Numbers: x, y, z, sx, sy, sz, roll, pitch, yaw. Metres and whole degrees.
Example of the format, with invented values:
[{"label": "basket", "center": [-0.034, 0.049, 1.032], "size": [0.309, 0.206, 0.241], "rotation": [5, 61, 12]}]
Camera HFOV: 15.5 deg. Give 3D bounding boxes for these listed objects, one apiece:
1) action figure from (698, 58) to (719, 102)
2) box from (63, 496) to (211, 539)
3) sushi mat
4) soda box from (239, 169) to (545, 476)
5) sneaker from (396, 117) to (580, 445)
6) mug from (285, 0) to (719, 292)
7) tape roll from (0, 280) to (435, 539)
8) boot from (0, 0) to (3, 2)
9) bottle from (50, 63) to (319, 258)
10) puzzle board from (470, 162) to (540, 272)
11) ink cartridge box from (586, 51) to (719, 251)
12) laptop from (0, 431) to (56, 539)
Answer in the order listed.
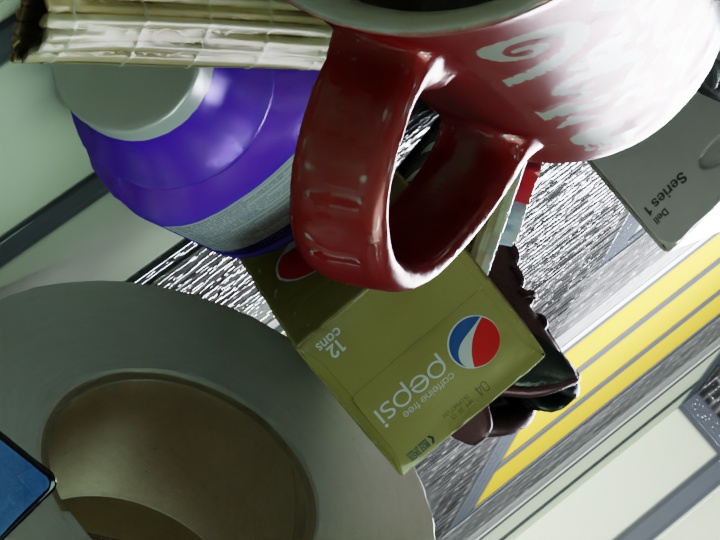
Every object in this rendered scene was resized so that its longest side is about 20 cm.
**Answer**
[{"label": "action figure", "center": [0.161, -0.148, 1.171], "size": [0.130, 0.070, 0.200], "rotation": [-28, 160, -30]}, {"label": "box", "center": [-0.065, 0.078, 1.143], "size": [0.163, 0.021, 0.200], "rotation": [6, -157, 39]}, {"label": "sushi mat", "center": [-0.037, -0.103, 0.739], "size": [0.200, 0.012, 0.096], "rotation": [-10, 111, -67]}, {"label": "soda box", "center": [0.000, 0.000, 0.982], "size": [0.068, 0.064, 0.200], "rotation": [-40, -160, 1]}, {"label": "sneaker", "center": [0.052, 0.009, 1.156], "size": [0.076, 0.115, 0.200], "rotation": [-49, -172, 41]}, {"label": "mug", "center": [0.026, -0.090, 0.751], "size": [0.178, 0.133, 0.200], "rotation": [-46, 163, 2]}, {"label": "tape roll", "center": [-0.076, 0.097, 0.962], "size": [0.202, 0.202, 0.071], "rotation": [-27, 153, -47]}, {"label": "boot", "center": [-0.022, -0.141, 0.604], "size": [0.200, 0.073, 0.181], "rotation": [-53, 151, 15]}, {"label": "bottle", "center": [-0.049, -0.052, 0.864], "size": [0.083, 0.065, 0.200], "rotation": [-38, 168, 6]}, {"label": "puzzle board", "center": [0.071, -0.089, 0.988], "size": [0.200, 0.017, 0.152], "rotation": [103, 1, -70]}, {"label": "ink cartridge box", "center": [0.228, -0.098, 1.506], "size": [0.145, 0.084, 0.200], "rotation": [-46, 167, 25]}, {"label": "laptop", "center": [-0.218, 0.081, 0.703], "size": [0.187, 0.116, 0.200], "rotation": [-44, 167, 14]}]
